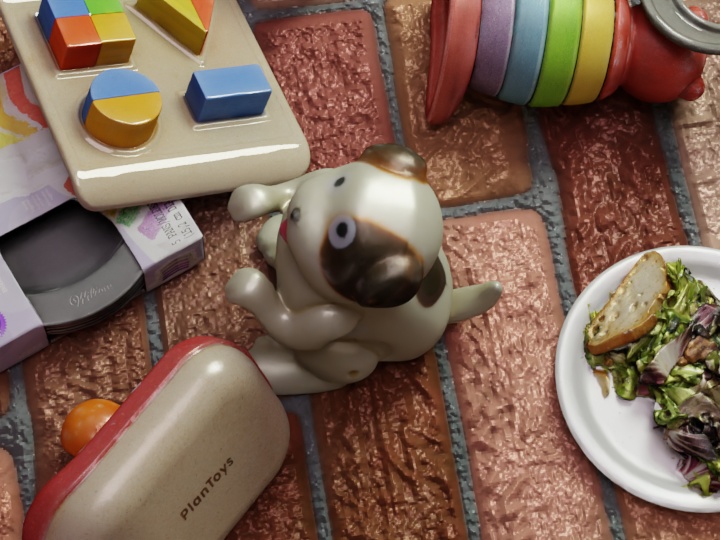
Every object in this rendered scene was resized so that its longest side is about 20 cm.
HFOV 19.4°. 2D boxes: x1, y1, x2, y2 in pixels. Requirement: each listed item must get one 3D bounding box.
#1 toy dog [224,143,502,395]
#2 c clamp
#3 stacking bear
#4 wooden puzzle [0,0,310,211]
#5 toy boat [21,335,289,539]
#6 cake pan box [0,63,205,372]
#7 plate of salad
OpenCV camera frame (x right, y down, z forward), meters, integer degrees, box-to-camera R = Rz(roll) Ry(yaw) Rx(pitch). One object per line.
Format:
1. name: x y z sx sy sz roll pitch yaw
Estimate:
1. toy dog: 0.000 0.000 1.421 0.194 0.200 0.140 13 68 3
2. c clamp: 0.266 -0.233 1.563 0.171 0.027 0.200 4 52 -20
3. stacking bear: 0.156 -0.168 1.551 0.200 0.114 0.122 6 68 -5
4. wooden puzzle: -0.146 -0.146 1.518 0.185 0.046 0.200 -10 63 -29
5. toy boat: -0.153 0.128 1.420 0.131 0.131 0.200 24 64 39
6. cake pan box: -0.233 -0.044 1.509 0.184 0.052 0.200 -28 72 -11
7. plate of salad: 0.238 0.071 1.486 0.200 0.048 0.200 1 67 -3
